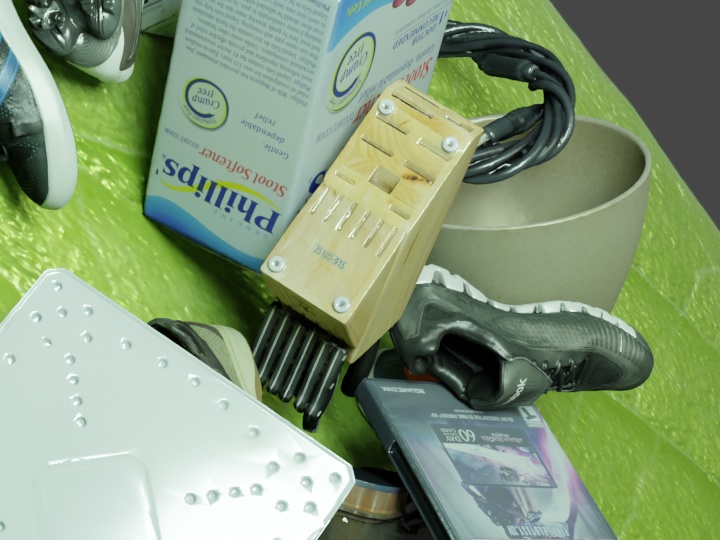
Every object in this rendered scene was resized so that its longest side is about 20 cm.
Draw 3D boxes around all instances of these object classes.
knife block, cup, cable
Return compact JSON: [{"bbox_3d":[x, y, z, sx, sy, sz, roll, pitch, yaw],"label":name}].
[{"bbox_3d":[0.000,0.000,1.206,0.200,0.064,0.176,-56,167,-9],"label":"knife block"},{"bbox_3d":[0.112,-0.010,1.383,0.200,0.199,0.144,-46,135,-51],"label":"cup"},{"bbox_3d":[0.073,-0.135,1.391,0.200,0.162,0.051,-86,172,-53],"label":"cable"}]

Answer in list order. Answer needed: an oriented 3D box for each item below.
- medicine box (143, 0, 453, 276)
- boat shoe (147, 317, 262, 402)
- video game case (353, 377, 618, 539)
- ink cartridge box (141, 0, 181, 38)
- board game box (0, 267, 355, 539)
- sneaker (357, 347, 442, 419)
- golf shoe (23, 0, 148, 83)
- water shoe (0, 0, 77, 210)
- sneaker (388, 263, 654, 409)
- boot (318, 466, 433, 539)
[{"bbox_3d":[-0.032,-0.128,1.203,0.182,0.103,0.201,-40,151,-52],"label":"medicine box"},{"bbox_3d":[-0.087,0.099,1.112,0.065,0.073,0.200,18,24,-29],"label":"boat shoe"},{"bbox_3d":[0.093,0.148,1.214,0.142,0.019,0.200,7,39,-38],"label":"video game case"},{"bbox_3d":[-0.083,-0.247,1.320,0.200,0.047,0.199,7,70,-54],"label":"ink cartridge box"},{"bbox_3d":[-0.135,0.127,0.980,0.200,0.026,0.200,34,62,5],"label":"board game box"},{"bbox_3d":[0.086,0.117,1.361,0.200,0.084,0.075,39,48,-39],"label":"sneaker"},{"bbox_3d":[-0.172,-0.204,1.172,0.095,0.077,0.201,57,25,-63],"label":"golf shoe"},{"bbox_3d":[-0.226,-0.118,1.071,0.079,0.071,0.201,-27,101,-26],"label":"water shoe"},{"bbox_3d":[0.105,0.060,1.272,0.199,0.067,0.091,16,38,-17],"label":"sneaker"},{"bbox_3d":[0.015,0.184,1.276,0.200,0.074,0.097,19,87,-61],"label":"boot"}]
